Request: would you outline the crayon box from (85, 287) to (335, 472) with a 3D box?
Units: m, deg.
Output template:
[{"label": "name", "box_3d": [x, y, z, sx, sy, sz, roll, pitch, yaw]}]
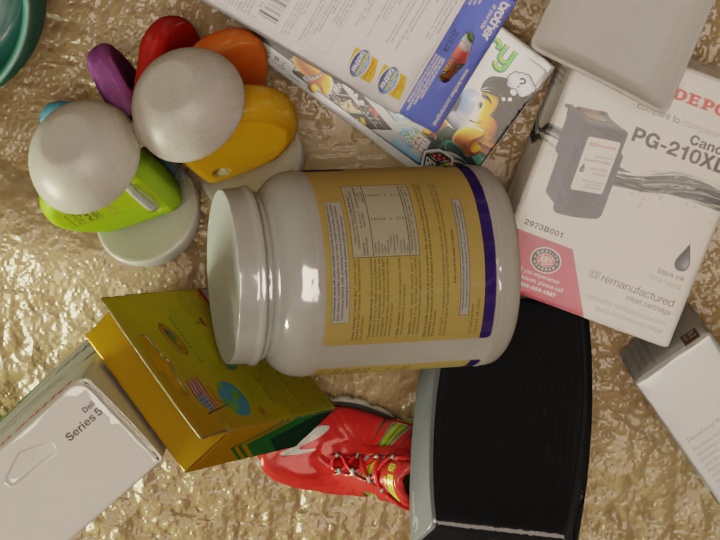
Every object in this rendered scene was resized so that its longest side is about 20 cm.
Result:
[{"label": "crayon box", "box_3d": [-0.113, 0.075, 1.414, 0.051, 0.200, 0.127, -43, 73, 20]}]

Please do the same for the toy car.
[{"label": "toy car", "box_3d": [-0.148, -0.107, 1.428, 0.199, 0.175, 0.150, -26, 65, 10]}]

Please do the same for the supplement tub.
[{"label": "supplement tub", "box_3d": [0.000, 0.000, 1.392, 0.199, 0.145, 0.146, -2, 103, -15]}]

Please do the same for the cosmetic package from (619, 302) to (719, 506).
[{"label": "cosmetic package", "box_3d": [0.282, 0.131, 1.489, 0.074, 0.102, 0.200, -36, 98, 7]}]

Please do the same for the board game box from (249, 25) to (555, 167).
[{"label": "board game box", "box_3d": [0.028, -0.161, 1.462, 0.200, 0.035, 0.126, 35, 100, -6]}]

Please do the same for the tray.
[{"label": "tray", "box_3d": [0.201, -0.207, 1.405, 0.107, 0.022, 0.200, 26, 64, 0]}]

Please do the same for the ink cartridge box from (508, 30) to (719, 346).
[{"label": "ink cartridge box", "box_3d": [0.193, -0.066, 1.454, 0.144, 0.084, 0.201, 20, 101, -4]}]

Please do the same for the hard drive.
[{"label": "hard drive", "box_3d": [0.107, 0.111, 1.464, 0.134, 0.042, 0.201, 7, 67, -1]}]

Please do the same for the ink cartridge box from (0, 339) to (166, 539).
[{"label": "ink cartridge box", "box_3d": [-0.212, 0.126, 1.444, 0.145, 0.200, 0.084, -41, 99, 9]}]

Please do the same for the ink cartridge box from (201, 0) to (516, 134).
[{"label": "ink cartridge box", "box_3d": [-0.001, -0.198, 1.413, 0.200, 0.042, 0.120, 30, 107, -3]}]

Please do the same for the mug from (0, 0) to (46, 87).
[{"label": "mug", "box_3d": [-0.319, -0.196, 1.420, 0.184, 0.114, 0.153, 3, 103, 1]}]

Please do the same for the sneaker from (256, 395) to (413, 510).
[{"label": "sneaker", "box_3d": [0.018, 0.146, 1.504, 0.199, 0.085, 0.077, 5, 102, 0]}]
